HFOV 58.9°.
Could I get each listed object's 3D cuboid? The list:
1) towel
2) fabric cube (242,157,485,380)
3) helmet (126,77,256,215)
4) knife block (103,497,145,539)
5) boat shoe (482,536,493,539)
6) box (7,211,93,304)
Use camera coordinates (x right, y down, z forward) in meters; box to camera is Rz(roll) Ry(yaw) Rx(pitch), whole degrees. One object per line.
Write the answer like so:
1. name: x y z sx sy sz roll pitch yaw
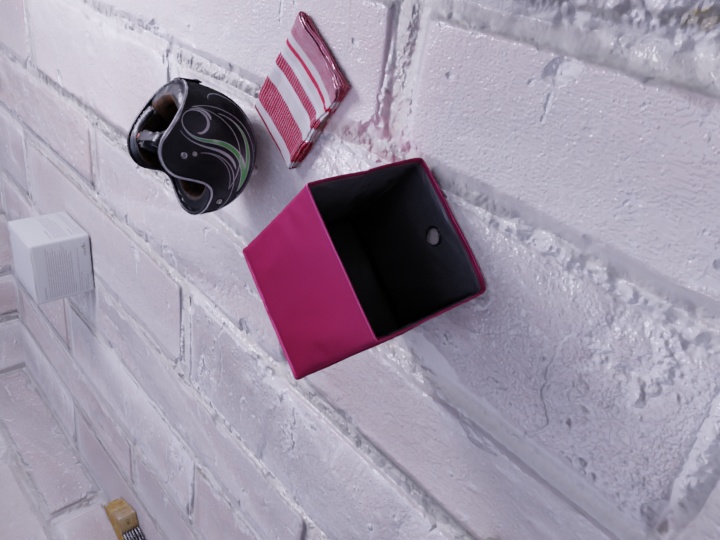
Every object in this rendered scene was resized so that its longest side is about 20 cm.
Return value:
1. towel: -0.099 -0.268 0.979 0.145 0.023 0.200 61 140 15
2. fabric cube: 0.000 0.000 0.825 0.199 0.199 0.197 -36 77 51
3. helmet: -0.269 -0.202 1.072 0.199 0.190 0.201 -22 53 31
4. knife block: -0.818 0.913 2.230 0.199 0.064 0.177 10 110 47
5. boat shoe: 0.164 0.471 0.904 0.068 0.072 0.201 40 129 39
6. box: -0.929 -0.042 1.919 0.199 0.171 0.201 32 126 39
